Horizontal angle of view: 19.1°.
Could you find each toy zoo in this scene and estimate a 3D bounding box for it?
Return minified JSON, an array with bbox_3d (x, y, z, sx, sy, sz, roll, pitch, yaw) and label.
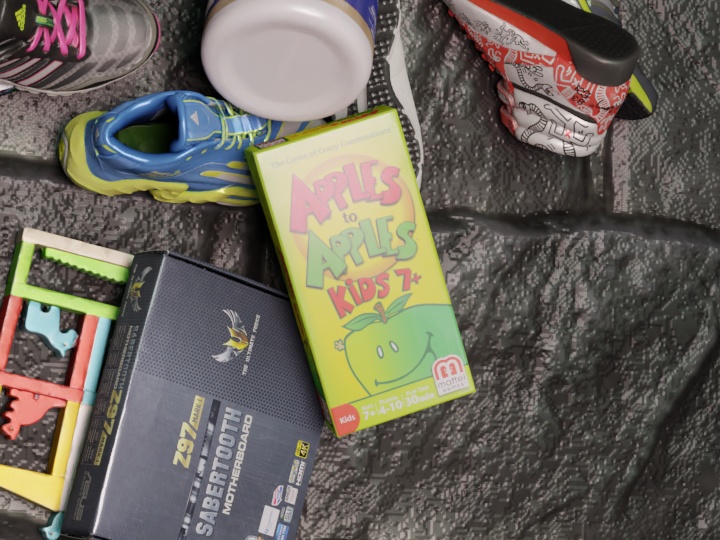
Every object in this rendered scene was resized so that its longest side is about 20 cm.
[{"bbox_3d":[-0.190,0.083,1.450,0.131,0.020,0.201,16,79,-20],"label":"toy zoo"}]

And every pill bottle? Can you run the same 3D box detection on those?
[{"bbox_3d":[-0.042,-0.210,1.459,0.115,0.116,0.201,19,50,-18],"label":"pill bottle"}]

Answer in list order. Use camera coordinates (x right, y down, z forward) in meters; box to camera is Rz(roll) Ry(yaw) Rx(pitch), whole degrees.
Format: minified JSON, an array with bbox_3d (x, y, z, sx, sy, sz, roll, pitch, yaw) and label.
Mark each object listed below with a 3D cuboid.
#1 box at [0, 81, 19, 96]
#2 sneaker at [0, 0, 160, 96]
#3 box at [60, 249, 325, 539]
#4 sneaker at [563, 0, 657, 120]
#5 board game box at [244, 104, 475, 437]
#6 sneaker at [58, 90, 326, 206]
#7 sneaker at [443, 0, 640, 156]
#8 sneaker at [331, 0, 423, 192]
[{"bbox_3d":[-0.266,-0.183,1.440,0.199,0.038,0.137,-19,91,-22],"label":"box"},{"bbox_3d":[-0.221,-0.158,1.387,0.199,0.087,0.074,2,84,-22],"label":"sneaker"},{"bbox_3d":[-0.103,0.104,1.449,0.157,0.051,0.201,22,75,-32],"label":"box"},{"bbox_3d":[0.170,-0.204,1.598,0.081,0.074,0.200,-37,99,-24],"label":"sneaker"},{"bbox_3d":[0.000,0.000,1.442,0.101,0.048,0.201,-18,100,-7],"label":"board game box"},{"bbox_3d":[-0.101,-0.084,1.458,0.199,0.105,0.076,-6,87,-21],"label":"sneaker"},{"bbox_3d":[0.105,-0.163,1.567,0.201,0.108,0.067,34,44,20],"label":"sneaker"},{"bbox_3d":[0.003,-0.129,1.532,0.073,0.080,0.201,-9,71,5],"label":"sneaker"}]
